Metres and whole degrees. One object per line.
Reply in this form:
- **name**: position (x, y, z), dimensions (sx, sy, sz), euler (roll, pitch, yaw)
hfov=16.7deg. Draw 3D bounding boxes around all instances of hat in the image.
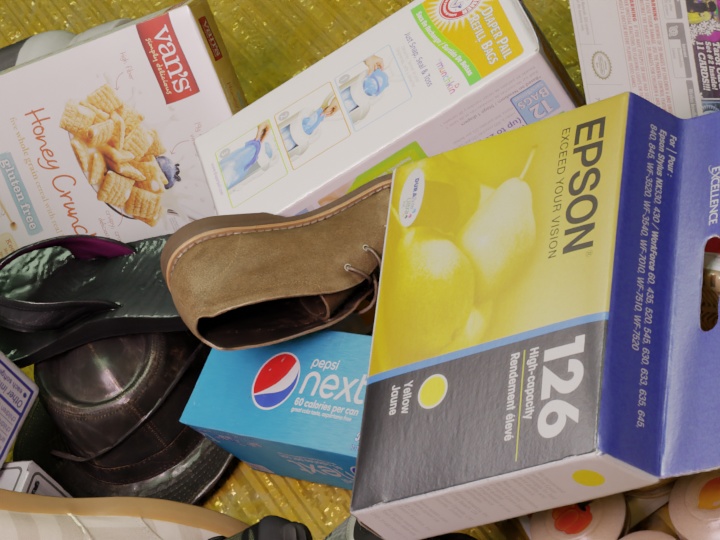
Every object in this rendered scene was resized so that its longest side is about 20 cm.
- **hat**: position (-0.144, 0.058, 1.413), dimensions (0.200, 0.081, 0.201), euler (-22, 43, 23)

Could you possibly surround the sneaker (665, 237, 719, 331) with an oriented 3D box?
- **sneaker**: position (0.247, 0.014, 1.151), dimensions (0.200, 0.071, 0.112), euler (19, 39, 24)

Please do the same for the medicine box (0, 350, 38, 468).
- **medicine box**: position (-0.294, 0.091, 1.288), dimensions (0.103, 0.182, 0.200), euler (-1, 52, 39)

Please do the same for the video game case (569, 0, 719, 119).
- **video game case**: position (0.190, -0.130, 1.228), dimensions (0.181, 0.200, 0.036), euler (2, 25, 35)

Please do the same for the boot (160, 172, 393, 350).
- **boot**: position (0.000, 0.000, 1.291), dimensions (0.200, 0.074, 0.076), euler (-14, 35, -9)

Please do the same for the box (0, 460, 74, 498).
- **box**: position (-0.258, 0.175, 1.373), dimensions (0.200, 0.060, 0.117), euler (-9, 49, 34)

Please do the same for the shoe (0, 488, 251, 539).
- **shoe**: position (-0.149, 0.145, 1.285), dimensions (0.070, 0.200, 0.054), euler (146, 132, -69)

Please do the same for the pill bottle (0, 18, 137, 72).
- **pill bottle**: position (-0.218, -0.088, 1.582), dimensions (0.200, 0.113, 0.113), euler (-16, 45, 26)

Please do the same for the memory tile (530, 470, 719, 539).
- **memory tile**: position (0.180, 0.120, 1.132), dimensions (0.153, 0.017, 0.200), euler (-44, 46, -4)

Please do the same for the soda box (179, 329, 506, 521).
- **soda box**: position (0.000, 0.075, 1.278), dimensions (0.200, 0.064, 0.068), euler (7, 67, 47)

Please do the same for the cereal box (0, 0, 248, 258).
- **cereal box**: position (-0.159, -0.066, 1.485), dimensions (0.200, 0.144, 0.040), euler (-19, 10, 20)

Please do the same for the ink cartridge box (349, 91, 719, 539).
- **ink cartridge box**: position (0.091, 0.016, 1.147), dimensions (0.200, 0.047, 0.198), euler (-20, 49, 37)

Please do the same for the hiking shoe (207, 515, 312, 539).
- **hiking shoe**: position (-0.099, 0.173, 1.208), dimensions (0.200, 0.101, 0.076), euler (-42, 40, 45)

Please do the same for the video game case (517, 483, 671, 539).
- **video game case**: position (0.118, 0.049, 1.262), dimensions (0.143, 0.017, 0.200), euler (-36, 40, 6)

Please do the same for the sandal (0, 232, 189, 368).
- **sandal**: position (-0.160, 0.006, 1.376), dimensions (0.200, 0.048, 0.075), euler (-12, 51, 20)

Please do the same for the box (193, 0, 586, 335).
- **box**: position (0.026, -0.063, 1.364), dimensions (0.200, 0.113, 0.101), euler (-32, 40, 10)

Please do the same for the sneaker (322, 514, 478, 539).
- **sneaker**: position (0.034, 0.169, 1.174), dimensions (0.087, 0.074, 0.200), euler (-48, 35, 1)
